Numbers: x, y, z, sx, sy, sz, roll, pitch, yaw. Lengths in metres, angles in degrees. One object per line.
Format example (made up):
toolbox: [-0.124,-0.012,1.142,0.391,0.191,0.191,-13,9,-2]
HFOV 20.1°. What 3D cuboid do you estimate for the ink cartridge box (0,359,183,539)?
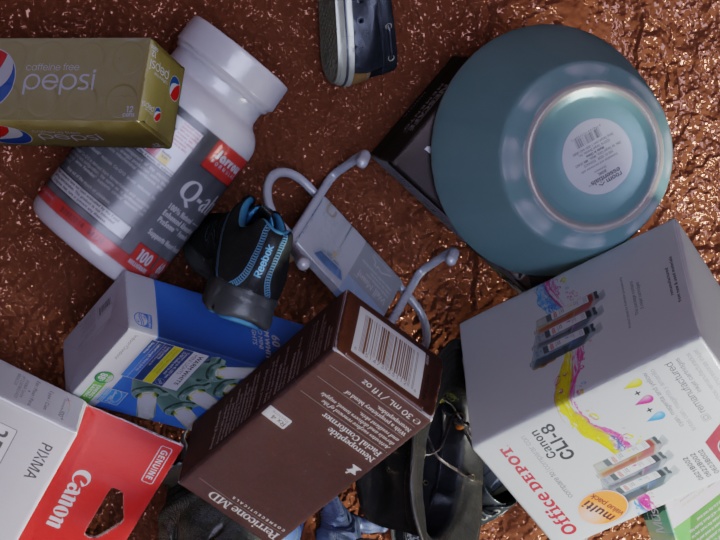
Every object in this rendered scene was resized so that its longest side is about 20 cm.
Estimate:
ink cartridge box: [-0.259,0.179,1.599,0.175,0.045,0.201,25,124,-11]

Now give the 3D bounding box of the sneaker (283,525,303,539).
sneaker: [-0.084,0.240,1.681,0.073,0.082,0.202,9,94,-13]

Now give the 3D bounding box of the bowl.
bowl: [0.163,-0.091,1.588,0.199,0.105,0.203,-2,96,-15]

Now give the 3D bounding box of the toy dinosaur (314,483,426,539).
toy dinosaur: [-0.021,0.239,1.681,0.200,0.105,0.182,-38,86,18]

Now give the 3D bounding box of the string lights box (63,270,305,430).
string lights box: [-0.123,0.075,1.606,0.199,0.059,0.103,18,135,-31]

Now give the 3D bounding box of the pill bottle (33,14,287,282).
pill bottle: [-0.154,-0.093,1.592,0.116,0.116,0.201,38,90,-15]

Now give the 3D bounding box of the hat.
hat: [0.040,0.153,1.615,0.080,0.200,0.203,2,100,19]

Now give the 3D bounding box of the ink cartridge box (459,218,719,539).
ink cartridge box: [0.196,0.090,1.574,0.199,0.145,0.146,-27,125,20]

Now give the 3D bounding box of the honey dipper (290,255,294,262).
honey dipper: [-0.115,0.021,1.661,0.199,0.038,0.038,-29,104,-8]

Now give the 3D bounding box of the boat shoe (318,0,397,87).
boat shoe: [0.002,-0.248,1.626,0.062,0.075,0.202,-5,105,-17]

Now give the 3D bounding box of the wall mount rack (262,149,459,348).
wall mount rack: [0.000,0.000,1.622,0.074,0.174,0.200,-31,110,39]

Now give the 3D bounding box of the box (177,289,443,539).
box: [-0.040,0.115,1.548,0.100,0.075,0.200,35,127,-18]

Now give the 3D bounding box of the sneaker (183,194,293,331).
sneaker: [-0.085,-0.017,1.571,0.073,0.200,0.082,22,100,-18]

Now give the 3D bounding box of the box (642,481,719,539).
box: [0.283,0.137,1.739,0.144,0.036,0.202,-29,105,-34]

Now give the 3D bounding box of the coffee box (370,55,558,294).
coffee box: [0.121,-0.069,1.675,0.200,0.080,0.113,41,87,-16]

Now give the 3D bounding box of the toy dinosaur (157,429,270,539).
toy dinosaur: [-0.116,0.219,1.614,0.077,0.200,0.103,21,104,-54]

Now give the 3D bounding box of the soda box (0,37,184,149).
soda box: [-0.237,-0.134,1.536,0.198,0.064,0.068,2,75,21]

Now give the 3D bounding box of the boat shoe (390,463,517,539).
boat shoe: [0.109,0.173,1.720,0.199,0.066,0.075,-38,106,-4]
